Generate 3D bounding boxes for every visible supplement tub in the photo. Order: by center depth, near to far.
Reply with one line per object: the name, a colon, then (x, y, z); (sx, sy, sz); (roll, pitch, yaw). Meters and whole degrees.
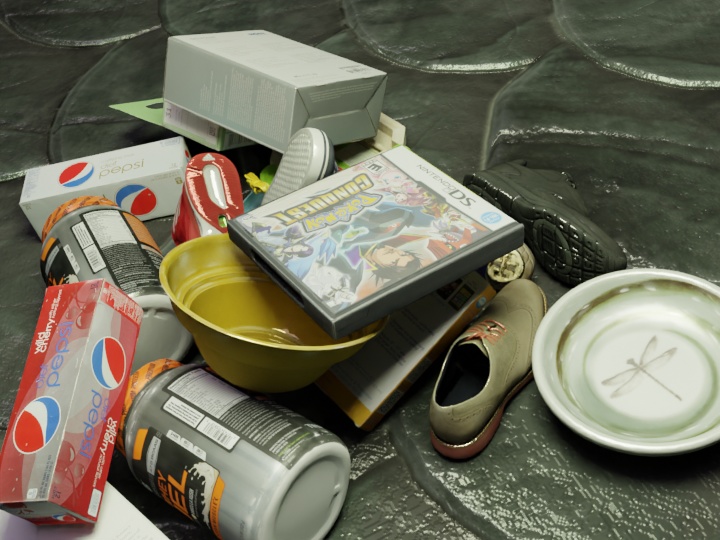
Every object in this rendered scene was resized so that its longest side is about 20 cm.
supplement tub: (-0.117, 0.159, 0.869); (0.199, 0.123, 0.123); (23, 57, 33)
supplement tub: (-0.258, 0.014, 1.044); (0.122, 0.123, 0.200); (-28, 46, -12)

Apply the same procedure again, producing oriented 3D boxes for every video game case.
video game case: (0.011, -0.034, 0.887); (0.199, 0.026, 0.181); (-26, 42, -24)

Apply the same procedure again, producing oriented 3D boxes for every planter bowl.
planter bowl: (-0.080, 0.048, 0.875); (0.199, 0.084, 0.201); (11, 25, -5)

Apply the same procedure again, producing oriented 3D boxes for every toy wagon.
toy wagon: (-0.044, -0.130, 1.162); (0.200, 0.040, 0.155); (-32, 47, -25)

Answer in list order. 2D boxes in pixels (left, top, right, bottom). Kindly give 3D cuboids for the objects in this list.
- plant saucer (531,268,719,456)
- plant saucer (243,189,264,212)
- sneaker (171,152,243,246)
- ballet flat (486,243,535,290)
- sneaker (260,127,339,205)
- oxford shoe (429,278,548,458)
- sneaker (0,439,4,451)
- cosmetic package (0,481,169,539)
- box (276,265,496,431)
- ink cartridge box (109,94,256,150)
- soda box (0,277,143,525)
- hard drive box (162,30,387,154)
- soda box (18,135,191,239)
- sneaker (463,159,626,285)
plant saucer: (0.253, 0.087, 0.885); (0.199, 0.050, 0.201); (-8, 46, 9)
plant saucer: (-0.129, -0.036, 1.129); (0.070, 0.019, 0.200); (19, 56, 29)
sneaker: (-0.152, -0.012, 1.062); (0.078, 0.116, 0.201); (0, 73, -18)
ballet flat: (0.076, -0.028, 1.008); (0.199, 0.068, 0.046); (21, 14, 16)
sneaker: (-0.046, -0.082, 1.034); (0.079, 0.200, 0.079); (5, 69, -17)
oxford shoe: (0.122, 0.073, 0.916); (0.070, 0.075, 0.200); (12, 52, 25)
sneaker: (-0.402, 0.220, 0.936); (0.199, 0.076, 0.091); (-17, 35, -10)
cosmetic package: (-0.230, 0.242, 0.858); (0.200, 0.074, 0.102); (29, 61, 38)
box: (0.031, 0.036, 0.935); (0.200, 0.041, 0.119); (-46, 67, -1)
ink cartridge box: (-0.191, -0.204, 1.240); (0.199, 0.048, 0.145); (26, 29, 31)
soda box: (-0.247, 0.110, 0.857); (0.070, 0.063, 0.201); (-9, 57, 26)
hard drive box: (-0.097, -0.206, 1.129); (0.200, 0.077, 0.156); (27, 30, 32)
soda box: (-0.296, -0.097, 1.196); (0.199, 0.068, 0.064); (-11, 45, 6)
sneaker: (0.197, -0.060, 1.017); (0.091, 0.076, 0.200); (-29, 50, -26)
